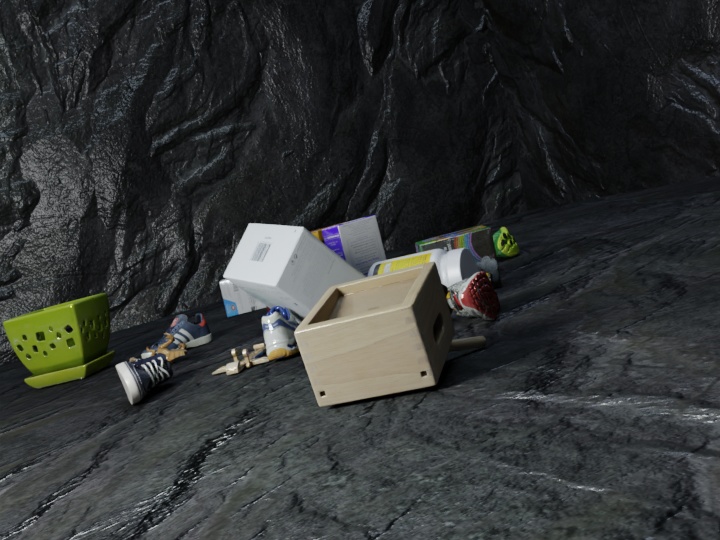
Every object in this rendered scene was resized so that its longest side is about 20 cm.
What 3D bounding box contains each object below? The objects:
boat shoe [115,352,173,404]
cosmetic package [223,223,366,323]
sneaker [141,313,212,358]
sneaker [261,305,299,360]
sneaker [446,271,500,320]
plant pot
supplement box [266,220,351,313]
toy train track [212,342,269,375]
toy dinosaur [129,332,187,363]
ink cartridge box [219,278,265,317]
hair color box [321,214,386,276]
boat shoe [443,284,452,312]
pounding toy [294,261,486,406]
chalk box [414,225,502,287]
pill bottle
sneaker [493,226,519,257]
[{"bbox_3d":[-0.380,0.182,1.464,0.091,0.076,0.199,-23,6,-18],"label":"boat shoe"},{"bbox_3d":[-0.119,0.018,1.563,0.199,0.125,0.197,35,-17,-34],"label":"cosmetic package"},{"bbox_3d":[-0.453,0.157,2.000,0.074,0.087,0.198,-10,6,40],"label":"sneaker"},{"bbox_3d":[-0.135,0.106,1.534,0.073,0.090,0.200,-16,0,4],"label":"sneaker"},{"bbox_3d":[0.181,0.050,1.353,0.080,0.080,0.200,-17,-6,12],"label":"sneaker"},{"bbox_3d":[-0.731,0.176,2.040,0.194,0.186,0.200,-13,4,9],"label":"plant pot"},{"bbox_3d":[-0.105,0.019,1.803,0.194,0.205,0.132,-11,5,36],"label":"supplement box"},{"bbox_3d":[-0.212,0.155,1.540,0.112,0.033,0.200,-14,3,10],"label":"toy train track"},{"bbox_3d":[-0.422,0.188,1.819,0.197,0.061,0.107,-19,26,29],"label":"toy dinosaur"},{"bbox_3d":[-0.338,0.064,2.616,0.195,0.119,0.068,-14,5,1],"label":"ink cartridge box"},{"bbox_3d":[0.000,0.000,1.681,0.108,0.205,0.064,-17,4,-40],"label":"hair color box"},{"bbox_3d":[0.082,0.071,1.363,0.067,0.074,0.198,-8,10,42],"label":"boat shoe"},{"bbox_3d":[0.047,0.086,1.048,0.180,0.145,0.200,-13,15,20],"label":"pounding toy"},{"bbox_3d":[0.181,-0.009,1.717,0.195,0.128,0.124,-13,4,1],"label":"chalk box"},{"bbox_3d":[0.120,0.023,1.574,0.196,0.117,0.114,-12,4,30],"label":"pill bottle"},{"bbox_3d":[0.378,-0.061,2.223,0.083,0.075,0.200,-39,2,14],"label":"sneaker"}]
